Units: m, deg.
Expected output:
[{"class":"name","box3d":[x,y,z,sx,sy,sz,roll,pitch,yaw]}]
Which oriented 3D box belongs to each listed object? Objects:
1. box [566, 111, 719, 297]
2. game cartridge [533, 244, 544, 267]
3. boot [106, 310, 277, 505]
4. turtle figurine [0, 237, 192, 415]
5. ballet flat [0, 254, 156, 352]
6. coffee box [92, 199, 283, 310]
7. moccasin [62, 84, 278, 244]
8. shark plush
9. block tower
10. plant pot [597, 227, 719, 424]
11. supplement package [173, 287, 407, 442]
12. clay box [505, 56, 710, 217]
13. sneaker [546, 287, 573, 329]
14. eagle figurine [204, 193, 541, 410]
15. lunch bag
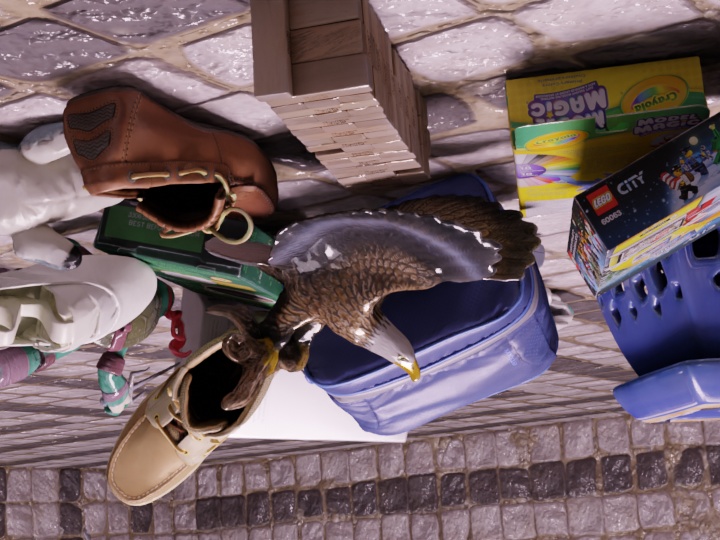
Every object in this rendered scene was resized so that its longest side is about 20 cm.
[{"class":"box","box3d":[0.216,-0.061,0.821,0.199,0.038,0.137,-30,167,-1]},{"class":"game cartridge","box3d":[0.048,-0.012,1.216,0.199,0.041,0.133,8,168,-44]},{"class":"boot","box3d":[-0.133,0.116,1.100,0.200,0.073,0.155,-43,-178,2]},{"class":"turtle figurine","box3d":[-0.212,0.032,1.083,0.101,0.150,0.199,-32,164,37]},{"class":"ballet flat","box3d":[-0.232,0.031,0.966,0.199,0.070,0.069,-3,169,-25]},{"class":"coffee box","box3d":[-0.110,-0.008,1.090,0.122,0.044,0.200,11,172,18]},{"class":"moccasin","box3d":[-0.106,-0.052,0.854,0.073,0.078,0.201,-10,169,15]},{"class":"shark plush","box3d":[-0.246,-0.047,0.881,0.199,0.091,0.083,-8,-161,-5]},{"class":"block tower","box3d":[-0.004,-0.092,0.760,0.057,0.054,0.200,-7,168,13]},{"class":"plant pot","box3d":[0.301,0.023,1.109,0.199,0.181,0.200,-1,168,-9]},{"class":"supplement package","box3d":[-0.058,0.075,1.260,0.199,0.122,0.120,4,-164,-16]},{"class":"clay box","box3d":[0.150,-0.082,0.873,0.114,0.048,0.200,-7,167,6]},{"class":"sneaker","box3d":[0.192,0.059,1.537,0.088,0.076,0.200,-18,165,10]},{"class":"eagle figurine","box3d":[0.005,0.005,0.917,0.200,0.152,0.151,-41,126,20]},{"class":"lunch bag","box3d":[0.035,0.025,1.046,0.199,0.136,0.132,-25,147,10]}]
